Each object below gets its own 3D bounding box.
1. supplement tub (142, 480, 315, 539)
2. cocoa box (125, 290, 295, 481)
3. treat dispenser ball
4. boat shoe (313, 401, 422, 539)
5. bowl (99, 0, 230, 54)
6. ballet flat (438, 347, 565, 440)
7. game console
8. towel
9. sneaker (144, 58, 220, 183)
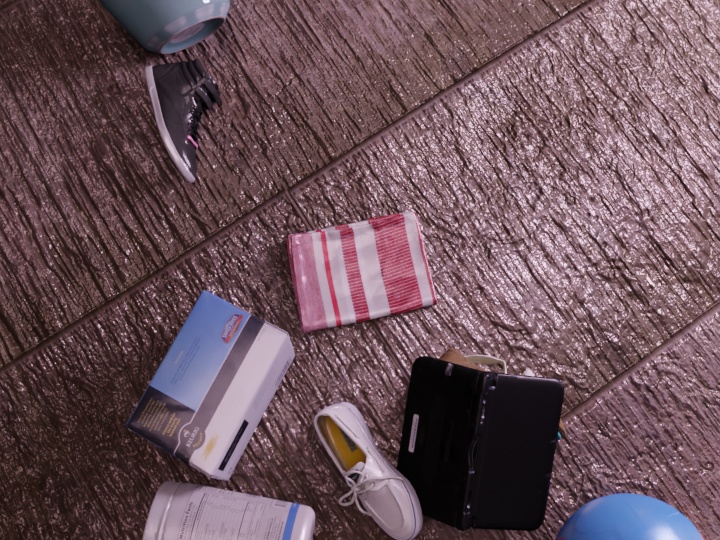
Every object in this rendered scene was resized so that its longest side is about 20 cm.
[{"bbox_3d":[-0.162,0.345,1.095,0.197,0.132,0.134,9,74,3],"label":"supplement tub"},{"bbox_3d":[-0.191,0.154,1.148,0.130,0.134,0.202,26,75,8],"label":"cocoa box"},{"bbox_3d":[0.326,0.373,1.050,0.197,0.201,0.204,0,74,0],"label":"treat dispenser ball"},{"bbox_3d":[0.002,0.263,1.129,0.074,0.086,0.204,-39,73,24],"label":"boat shoe"},{"bbox_3d":[-0.272,-0.395,1.293,0.199,0.201,0.106,-29,95,-8],"label":"bowl"},{"bbox_3d":[0.194,0.159,1.191,0.197,0.068,0.073,22,59,11],"label":"ballet flat"},{"bbox_3d":[0.153,0.226,1.149,0.174,0.116,0.204,11,94,39],"label":"game console"},{"bbox_3d":[0.000,0.000,1.251,0.197,0.023,0.146,-11,75,-4],"label":"towel"},{"bbox_3d":[-0.249,-0.231,1.291,0.098,0.071,0.203,-19,71,0],"label":"sneaker"}]
